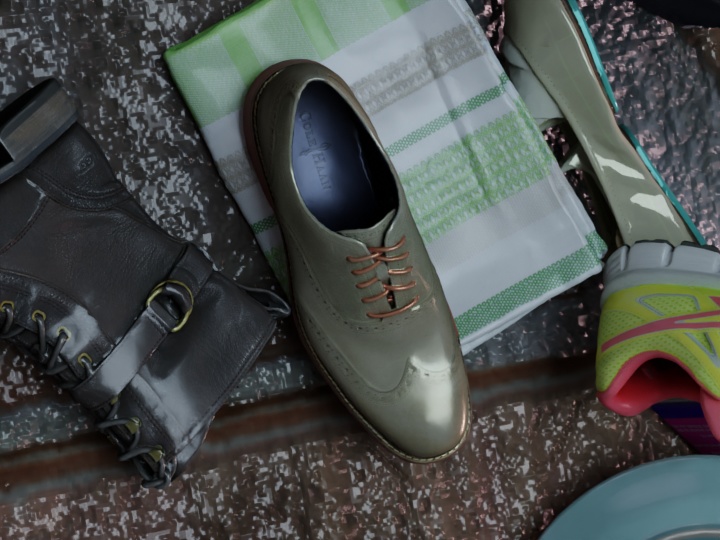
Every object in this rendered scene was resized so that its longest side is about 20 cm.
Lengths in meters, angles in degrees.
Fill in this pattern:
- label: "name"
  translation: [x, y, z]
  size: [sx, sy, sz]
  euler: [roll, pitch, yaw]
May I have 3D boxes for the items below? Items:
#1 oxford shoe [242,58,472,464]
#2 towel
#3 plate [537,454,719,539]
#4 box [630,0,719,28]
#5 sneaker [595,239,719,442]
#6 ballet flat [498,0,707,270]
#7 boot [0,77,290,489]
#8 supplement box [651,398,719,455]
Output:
- label: "oxford shoe"
  translation: [0.000, 0.000, 1.214]
  size: [0.070, 0.074, 0.201]
  euler: [-27, 98, -8]
- label: "towel"
  translation: [0.014, -0.051, 1.262]
  size: [0.149, 0.031, 0.201]
  euler: [-32, 101, -10]
- label: "plate"
  translation: [0.166, 0.192, 1.308]
  size: [0.199, 0.026, 0.202]
  euler: [-1, 98, -9]
- label: "box"
  translation: [0.151, -0.205, 1.254]
  size: [0.199, 0.196, 0.118]
  euler: [24, 84, -27]
- label: "sneaker"
  translation: [0.197, 0.043, 1.235]
  size: [0.078, 0.199, 0.091]
  euler: [50, 53, -44]
- label: "ballet flat"
  translation: [0.107, -0.066, 1.313]
  size: [0.069, 0.069, 0.201]
  euler: [-35, 103, -24]
- label: "boot"
  translation: [-0.138, 0.030, 1.178]
  size: [0.200, 0.069, 0.174]
  euler: [-46, 106, -24]
- label: "supplement box"
  translation: [0.264, 0.089, 1.358]
  size: [0.200, 0.103, 0.102]
  euler: [41, 69, -20]
